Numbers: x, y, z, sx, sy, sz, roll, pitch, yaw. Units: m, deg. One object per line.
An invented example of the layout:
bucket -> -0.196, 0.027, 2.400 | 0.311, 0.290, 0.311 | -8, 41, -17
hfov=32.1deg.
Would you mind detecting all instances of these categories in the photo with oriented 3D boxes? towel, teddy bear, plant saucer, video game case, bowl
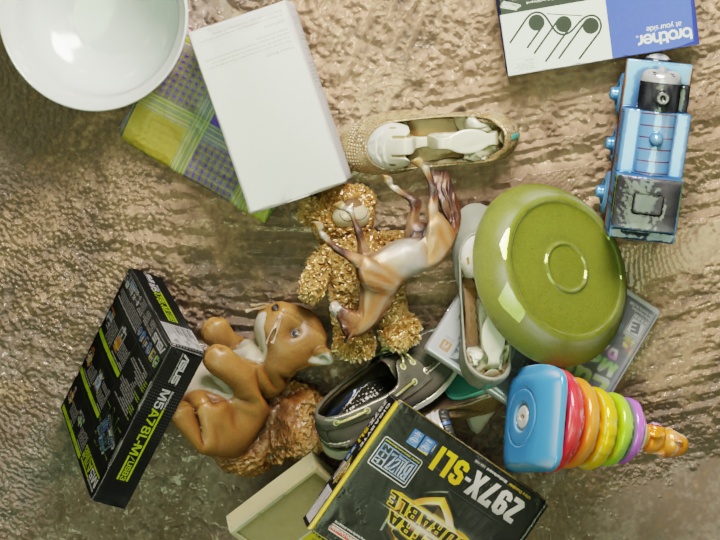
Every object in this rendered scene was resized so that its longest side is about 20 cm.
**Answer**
towel -> -0.154, -0.158, 1.371 | 0.200, 0.023, 0.144 | 32, 101, -2
teddy bear -> 0.000, 0.000, 1.339 | 0.145, 0.067, 0.200 | 2, 82, 3
plant saucer -> 0.208, 0.000, 1.306 | 0.200, 0.031, 0.200 | 9, 72, -28
video game case -> 0.198, 0.065, 1.356 | 0.200, 0.023, 0.182 | 34, 80, -3
bowl -> -0.271, -0.271, 1.321 | 0.201, 0.090, 0.201 | 1, 102, 5

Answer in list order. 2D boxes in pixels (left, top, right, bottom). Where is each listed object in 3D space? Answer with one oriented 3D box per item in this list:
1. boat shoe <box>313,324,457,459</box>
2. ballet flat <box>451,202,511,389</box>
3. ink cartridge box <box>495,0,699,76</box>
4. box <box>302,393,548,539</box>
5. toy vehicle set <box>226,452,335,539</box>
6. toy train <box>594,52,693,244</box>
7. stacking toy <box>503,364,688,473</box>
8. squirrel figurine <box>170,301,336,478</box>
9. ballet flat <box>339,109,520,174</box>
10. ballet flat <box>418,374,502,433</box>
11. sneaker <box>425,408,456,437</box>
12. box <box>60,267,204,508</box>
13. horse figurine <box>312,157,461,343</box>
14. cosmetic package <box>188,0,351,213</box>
boat shoe -> 0.033, 0.120, 1.351 | 0.202, 0.072, 0.060 | -38, 133, -20
ballet flat -> 0.134, 0.024, 1.310 | 0.067, 0.064, 0.200 | -1, 82, -6
ink cartridge box -> 0.246, -0.266, 1.306 | 0.200, 0.044, 0.094 | -9, 102, 6
box -> 0.067, 0.246, 1.279 | 0.200, 0.049, 0.160 | 36, 86, -12
toy vehicle set -> -0.040, 0.298, 1.406 | 0.124, 0.027, 0.200 | -37, 125, 10
toy train -> 0.298, -0.124, 1.296 | 0.087, 0.114, 0.200 | 7, 102, 2
stacking toy -> 0.255, 0.166, 1.299 | 0.200, 0.116, 0.110 | 11, 77, -18
squirrel figurine -> -0.106, 0.129, 1.386 | 0.187, 0.142, 0.200 | -35, 116, -2
ballet flat -> 0.070, -0.140, 1.335 | 0.200, 0.065, 0.071 | -8, 99, 6
ballet flat -> 0.096, 0.157, 1.394 | 0.200, 0.068, 0.072 | -20, 117, -2
sneaker -> 0.073, 0.231, 1.380 | 0.077, 0.076, 0.200 | -13, 128, -2
box -> -0.251, 0.122, 1.349 | 0.047, 0.200, 0.193 | 19, 104, -29
horse figurine -> 0.037, -0.030, 1.295 | 0.200, 0.050, 0.133 | -34, 103, -21
cosmetic package -> -0.093, -0.171, 1.313 | 0.113, 0.081, 0.200 | -16, 100, 6
